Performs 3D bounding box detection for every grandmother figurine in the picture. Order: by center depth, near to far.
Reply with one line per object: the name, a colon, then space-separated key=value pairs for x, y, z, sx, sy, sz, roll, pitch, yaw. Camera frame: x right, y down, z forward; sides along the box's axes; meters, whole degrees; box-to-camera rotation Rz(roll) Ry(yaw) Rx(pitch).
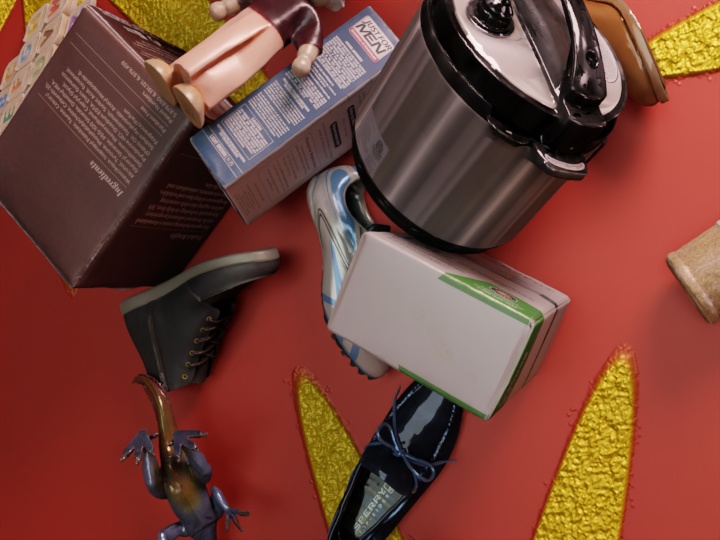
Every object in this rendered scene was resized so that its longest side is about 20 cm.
grandmother figurine: x=-0.080 y=-0.206 z=0.711 sx=0.121 sy=0.061 sz=0.200 roll=42 pitch=74 yaw=14

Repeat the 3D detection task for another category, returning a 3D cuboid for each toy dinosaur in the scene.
toy dinosaur: x=-0.154 y=0.224 z=0.836 sx=0.103 sy=0.184 sz=0.202 roll=-15 pitch=42 yaw=4

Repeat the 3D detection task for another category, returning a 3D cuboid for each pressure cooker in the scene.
pressure cooker: x=0.103 y=-0.131 z=0.640 sx=0.175 sy=0.179 sz=0.201 roll=39 pitch=135 yaw=3

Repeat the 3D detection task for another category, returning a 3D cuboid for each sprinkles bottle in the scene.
sprinkles bottle: x=0.342 y=-0.040 z=0.660 sx=0.199 sy=0.068 sz=0.069 roll=-37 pitch=77 yaw=16

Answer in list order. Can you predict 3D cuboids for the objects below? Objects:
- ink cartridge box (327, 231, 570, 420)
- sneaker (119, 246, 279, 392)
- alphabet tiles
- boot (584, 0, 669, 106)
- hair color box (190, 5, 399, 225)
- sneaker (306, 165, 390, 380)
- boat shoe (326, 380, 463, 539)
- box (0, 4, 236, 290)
ink cartridge box: x=0.082 y=0.034 z=0.690 sx=0.145 sy=0.199 sz=0.085 roll=28 pitch=102 yaw=19
sneaker: x=-0.149 y=0.051 z=0.851 sx=0.197 sy=0.074 sz=0.108 roll=-23 pitch=86 yaw=28
alphabet tiles: x=-0.350 y=-0.209 z=0.902 sx=0.193 sy=0.014 sz=0.204 roll=-17 pitch=59 yaw=40
boot: x=0.160 y=-0.185 z=0.735 sx=0.154 sy=0.073 sz=0.202 roll=-37 pitch=69 yaw=18
hair color box: x=-0.049 y=-0.137 z=0.762 sx=0.198 sy=0.100 sz=0.061 roll=-37 pitch=75 yaw=-6
sneaker: x=0.000 y=0.000 z=0.789 sx=0.071 sy=0.072 sz=0.205 roll=-15 pitch=85 yaw=26
boat shoe: x=0.035 y=0.188 z=0.773 sx=0.083 sy=0.068 sz=0.203 roll=27 pitch=98 yaw=19
box: x=-0.225 y=-0.111 z=0.827 sx=0.164 sy=0.165 sz=0.201 roll=44 pitch=103 yaw=15
